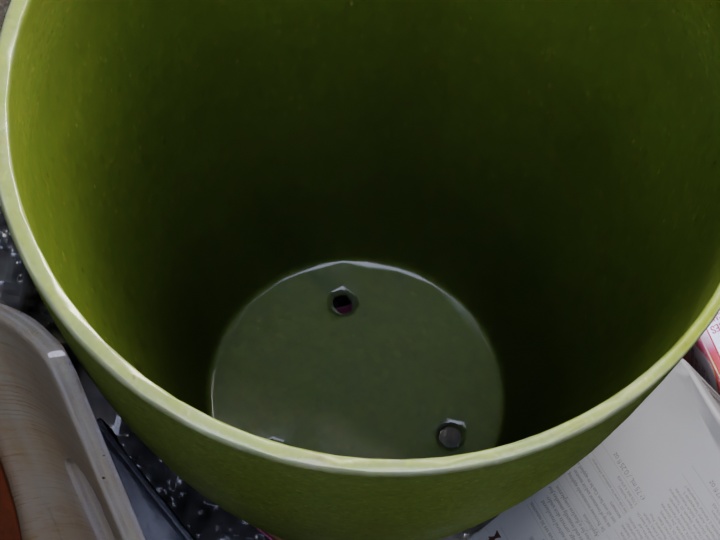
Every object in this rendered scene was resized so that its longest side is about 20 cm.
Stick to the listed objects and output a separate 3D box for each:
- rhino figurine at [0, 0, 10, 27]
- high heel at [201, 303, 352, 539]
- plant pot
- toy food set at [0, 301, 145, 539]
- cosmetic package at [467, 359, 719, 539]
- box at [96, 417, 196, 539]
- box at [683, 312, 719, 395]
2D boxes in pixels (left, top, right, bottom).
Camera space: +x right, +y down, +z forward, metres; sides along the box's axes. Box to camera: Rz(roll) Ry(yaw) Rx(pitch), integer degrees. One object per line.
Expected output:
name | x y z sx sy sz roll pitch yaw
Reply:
rhino figurine | -0.113 -0.077 0.830 0.087 0.200 0.060 -21 122 3
high heel | -0.010 0.105 0.847 0.096 0.067 0.200 -13 77 -13
plant pot | 0.000 0.000 0.751 0.187 0.200 0.188 1 66 -3
toy food set | -0.147 0.103 0.701 0.200 0.144 0.060 -23 40 -5
cosmetic package | 0.107 0.119 0.723 0.083 0.051 0.200 -39 42 9
box | -0.107 0.165 0.820 0.200 0.107 0.149 -38 85 -7
box | 0.202 0.021 0.855 0.200 0.095 0.103 -25 83 -5
